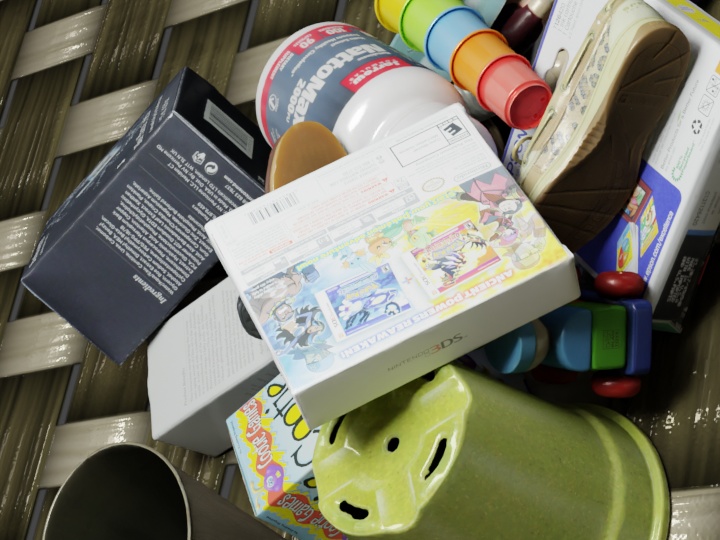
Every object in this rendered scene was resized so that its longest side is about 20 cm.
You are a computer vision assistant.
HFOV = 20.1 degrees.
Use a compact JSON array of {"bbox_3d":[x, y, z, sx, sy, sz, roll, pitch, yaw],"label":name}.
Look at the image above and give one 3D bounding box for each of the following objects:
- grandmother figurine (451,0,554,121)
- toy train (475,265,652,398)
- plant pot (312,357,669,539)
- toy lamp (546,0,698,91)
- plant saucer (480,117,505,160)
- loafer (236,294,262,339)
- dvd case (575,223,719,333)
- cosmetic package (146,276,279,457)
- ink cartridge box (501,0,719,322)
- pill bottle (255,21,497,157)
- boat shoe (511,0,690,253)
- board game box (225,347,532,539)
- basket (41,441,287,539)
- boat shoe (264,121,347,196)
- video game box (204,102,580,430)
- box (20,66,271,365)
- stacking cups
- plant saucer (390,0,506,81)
[{"bbox_3d":[0.127,-0.202,1.629,0.200,0.060,0.121,-56,-7,-14],"label":"grandmother figurine"},{"bbox_3d":[0.102,0.038,1.419,0.200,0.115,0.085,10,99,58],"label":"toy train"},{"bbox_3d":[0.073,0.147,1.363,0.200,0.184,0.201,-27,47,32],"label":"plant pot"},{"bbox_3d":[0.194,-0.187,1.558,0.200,0.058,0.058,-41,41,6],"label":"toy lamp"},{"bbox_3d":[0.044,-0.044,1.650,0.200,0.029,0.201,-26,47,31],"label":"plant saucer"},{"bbox_3d":[0.000,0.000,1.548,0.200,0.068,0.070,-21,23,-6],"label":"loafer"},{"bbox_3d":[0.209,-0.054,1.492,0.146,0.022,0.201,8,69,48],"label":"dvd case"},{"bbox_3d":[-0.086,0.062,1.650,0.200,0.071,0.102,-33,50,37],"label":"cosmetic package"},{"bbox_3d":[0.188,-0.098,1.425,0.200,0.047,0.198,50,131,48],"label":"ink cartridge box"},{"bbox_3d":[0.015,-0.105,1.530,0.120,0.119,0.200,-55,37,1],"label":"pill bottle"},{"bbox_3d":[0.154,-0.092,1.381,0.200,0.073,0.063,-60,41,24],"label":"boat shoe"},{"bbox_3d":[0.013,0.106,1.518,0.200,0.105,0.103,-41,42,18],"label":"board game box"},{"bbox_3d":[-0.110,0.233,1.480,0.136,0.200,0.180,-51,40,6],"label":"basket"},{"bbox_3d":[-0.035,-0.003,1.458,0.070,0.070,0.201,154,110,-64],"label":"boat shoe"},{"bbox_3d":[0.019,-0.007,1.348,0.199,0.047,0.182,-26,42,-5],"label":"video game box"},{"bbox_3d":[-0.178,-0.052,1.759,0.200,0.117,0.197,-47,12,11],"label":"box"},{"bbox_3d":[0.075,-0.165,1.515,0.061,0.060,0.200,-49,38,9],"label":"stacking cups"},{"bbox_3d":[0.066,-0.200,1.672,0.200,0.027,0.200,-50,15,19],"label":"plant saucer"}]
